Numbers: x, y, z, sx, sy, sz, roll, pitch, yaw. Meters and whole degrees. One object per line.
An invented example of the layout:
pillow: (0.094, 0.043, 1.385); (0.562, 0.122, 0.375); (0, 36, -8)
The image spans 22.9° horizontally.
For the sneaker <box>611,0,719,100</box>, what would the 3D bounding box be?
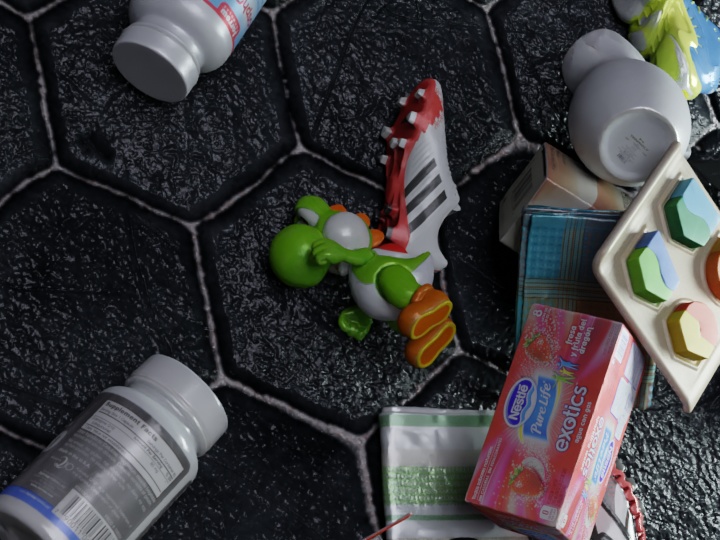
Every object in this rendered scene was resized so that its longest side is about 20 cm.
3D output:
sneaker: (0.342, -0.275, 1.955); (0.105, 0.076, 0.201); (3, 69, -41)

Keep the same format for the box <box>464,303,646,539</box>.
box: (0.184, 0.145, 1.643); (0.094, 0.103, 0.200); (13, 75, 28)

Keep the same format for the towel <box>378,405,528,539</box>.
towel: (0.088, 0.231, 1.684); (0.149, 0.031, 0.201); (4, 73, -20)

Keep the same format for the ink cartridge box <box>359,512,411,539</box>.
ink cartridge box: (-0.055, 0.284, 1.516); (0.200, 0.174, 0.044); (-25, 83, -28)

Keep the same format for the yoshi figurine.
yoshi figurine: (-0.011, 0.011, 1.667); (0.200, 0.113, 0.112); (41, 23, 28)

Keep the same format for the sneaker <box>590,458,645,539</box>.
sneaker: (0.230, 0.259, 1.705); (0.098, 0.071, 0.201); (-19, 81, -30)

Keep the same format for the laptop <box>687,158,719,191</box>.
laptop: (0.428, -0.015, 1.873); (0.187, 0.116, 0.201); (-8, 101, -55)

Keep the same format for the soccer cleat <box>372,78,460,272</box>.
soccer cleat: (0.064, -0.093, 1.767); (0.085, 0.069, 0.201); (20, 68, -25)

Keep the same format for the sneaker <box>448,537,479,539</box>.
sneaker: (0.038, 0.313, 1.593); (0.200, 0.078, 0.070); (-38, 86, 4)

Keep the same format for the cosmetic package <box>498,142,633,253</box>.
cosmetic package: (0.244, -0.030, 1.784); (0.200, 0.087, 0.103); (31, 23, -12)

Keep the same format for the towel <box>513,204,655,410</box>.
towel: (0.223, 0.038, 1.731); (0.146, 0.022, 0.201); (2, 104, -3)

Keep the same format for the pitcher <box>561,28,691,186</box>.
pitcher: (0.289, -0.149, 1.822); (0.171, 0.121, 0.200); (38, 20, -16)

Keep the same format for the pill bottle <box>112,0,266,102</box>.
pill bottle: (-0.154, -0.262, 1.706); (0.109, 0.109, 0.200); (34, 63, -9)

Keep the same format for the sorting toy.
sorting toy: (0.311, 0.005, 1.687); (0.200, 0.036, 0.185); (56, 51, -23)

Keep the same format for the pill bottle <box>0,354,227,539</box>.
pill bottle: (-0.212, 0.172, 1.524); (0.114, 0.114, 0.200); (45, 61, -3)
